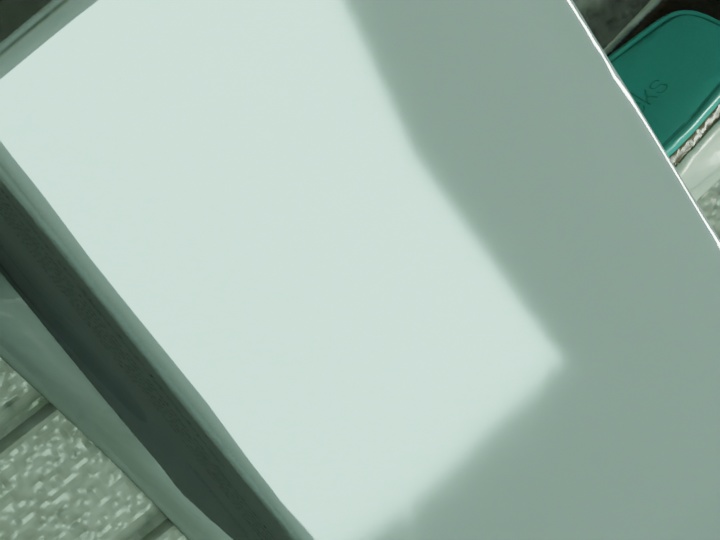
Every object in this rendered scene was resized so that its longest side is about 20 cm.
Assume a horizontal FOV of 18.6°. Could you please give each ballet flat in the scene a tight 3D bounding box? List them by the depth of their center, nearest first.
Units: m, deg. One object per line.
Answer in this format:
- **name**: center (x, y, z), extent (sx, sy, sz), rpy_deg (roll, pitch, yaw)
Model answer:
- **ballet flat**: center (0.122, -0.067, 0.724), extent (0.200, 0.069, 0.070), rpy_deg (-40, 130, -29)

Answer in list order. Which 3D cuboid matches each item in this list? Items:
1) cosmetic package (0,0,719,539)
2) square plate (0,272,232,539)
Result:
- **cosmetic package**: center (-0.021, -0.019, 0.540), extent (0.123, 0.200, 0.200), rpy_deg (-40, 116, -9)
- **square plate**: center (0.000, 0.000, 0.701), extent (0.200, 0.028, 0.198), rpy_deg (-45, 129, -7)
